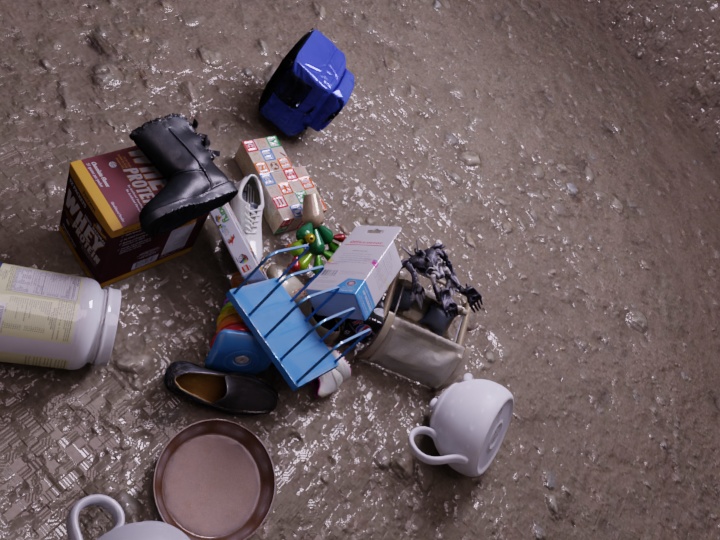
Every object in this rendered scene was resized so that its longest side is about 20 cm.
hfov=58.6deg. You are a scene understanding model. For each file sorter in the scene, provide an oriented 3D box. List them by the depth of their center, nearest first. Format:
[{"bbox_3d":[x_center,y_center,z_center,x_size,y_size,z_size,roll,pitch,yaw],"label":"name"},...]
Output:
[{"bbox_3d":[-0.098,0.072,1.089,0.200,0.123,0.139,53,28,11],"label":"file sorter"}]

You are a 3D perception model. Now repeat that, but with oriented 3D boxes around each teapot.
[{"bbox_3d":[-0.293,0.416,0.872,0.196,0.202,0.146,0,17,3],"label":"teapot"},{"bbox_3d":[0.197,0.293,1.249,0.145,0.200,0.198,22,80,27],"label":"teapot"}]

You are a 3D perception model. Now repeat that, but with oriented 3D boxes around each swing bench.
[{"bbox_3d":[0.118,0.113,1.318,0.198,0.130,0.201,24,52,-19],"label":"swing bench"}]

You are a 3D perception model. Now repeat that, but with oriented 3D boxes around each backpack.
[{"bbox_3d":[-0.126,-0.393,1.428,0.168,0.200,0.163,42,45,-15],"label":"backpack"}]

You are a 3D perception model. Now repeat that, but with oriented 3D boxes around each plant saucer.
[{"bbox_3d":[-0.235,0.342,1.032,0.199,0.034,0.202,16,55,-24],"label":"plant saucer"}]

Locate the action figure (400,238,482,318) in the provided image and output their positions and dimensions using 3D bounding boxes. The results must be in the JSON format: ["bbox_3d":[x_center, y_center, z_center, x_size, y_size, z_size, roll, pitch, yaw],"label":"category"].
[{"bbox_3d":[0.144,0.021,1.241,0.118,0.103,0.200,-20,37,-14],"label":"action figure"}]

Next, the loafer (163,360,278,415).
[{"bbox_3d":[-0.230,0.206,1.079,0.199,0.072,0.073,15,84,-18],"label":"loafer"}]

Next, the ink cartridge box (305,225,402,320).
[{"bbox_3d":[0.000,0.000,1.217,0.200,0.114,0.068,-54,135,-38],"label":"ink cartridge box"}]

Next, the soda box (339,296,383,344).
[{"bbox_3d":[0.004,0.048,1.296,0.063,0.071,0.201,23,38,-19],"label":"soda box"}]

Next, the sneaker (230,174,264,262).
[{"bbox_3d":[-0.227,-0.102,1.275,0.073,0.071,0.201,4,62,-29],"label":"sneaker"}]

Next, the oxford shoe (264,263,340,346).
[{"bbox_3d":[-0.108,0.057,1.251,0.200,0.074,0.071,47,50,2],"label":"oxford shoe"}]

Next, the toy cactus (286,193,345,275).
[{"bbox_3d":[-0.086,-0.071,1.289,0.199,0.102,0.166,-7,91,-56],"label":"toy cactus"}]

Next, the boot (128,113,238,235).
[{"bbox_3d":[-0.300,-0.156,1.001,0.163,0.073,0.198,53,43,2],"label":"boot"}]

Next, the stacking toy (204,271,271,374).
[{"bbox_3d":[-0.218,0.082,1.168,0.109,0.116,0.201,11,44,-24],"label":"stacking toy"}]

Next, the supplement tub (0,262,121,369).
[{"bbox_3d":[-0.479,0.073,0.973,0.199,0.145,0.146,12,57,-25],"label":"supplement tub"}]

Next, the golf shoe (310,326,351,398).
[{"bbox_3d":[-0.111,0.152,1.197,0.200,0.075,0.092,42,64,6],"label":"golf shoe"}]

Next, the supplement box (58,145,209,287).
[{"bbox_3d":[-0.382,-0.100,1.097,0.197,0.200,0.133,-28,79,-39],"label":"supplement box"}]

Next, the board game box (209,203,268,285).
[{"bbox_3d":[-0.233,-0.065,1.175,0.034,0.126,0.201,-28,77,-5],"label":"board game box"}]

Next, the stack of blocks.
[{"bbox_3d":[-0.171,-0.186,1.367,0.115,0.059,0.201,-19,74,-37],"label":"stack of blocks"}]
